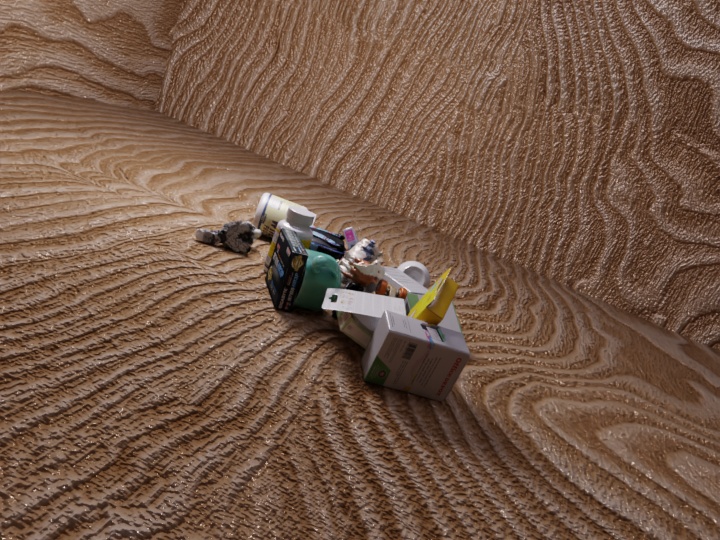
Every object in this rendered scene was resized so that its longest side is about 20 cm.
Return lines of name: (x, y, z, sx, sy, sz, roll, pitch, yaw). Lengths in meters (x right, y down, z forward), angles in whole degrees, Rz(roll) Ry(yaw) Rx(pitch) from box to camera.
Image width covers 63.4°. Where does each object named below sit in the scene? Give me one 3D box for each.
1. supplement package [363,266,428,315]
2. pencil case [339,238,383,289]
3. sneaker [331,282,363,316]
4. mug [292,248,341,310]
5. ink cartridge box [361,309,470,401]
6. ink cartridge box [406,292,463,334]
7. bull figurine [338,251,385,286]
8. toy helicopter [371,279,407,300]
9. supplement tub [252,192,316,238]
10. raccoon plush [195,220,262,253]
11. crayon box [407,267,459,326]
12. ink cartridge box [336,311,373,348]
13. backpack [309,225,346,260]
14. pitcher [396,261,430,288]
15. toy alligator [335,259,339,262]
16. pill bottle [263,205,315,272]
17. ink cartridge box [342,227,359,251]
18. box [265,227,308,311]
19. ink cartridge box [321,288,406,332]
supplement package: (0.114, 0.076, 1.766, 0.109, 0.115, 0.200, 9, 19, -38)
pencil case: (-0.024, -0.010, 1.762, 0.089, 0.200, 0.078, 21, -34, 41)
sneaker: (-0.018, 0.075, 1.638, 0.075, 0.092, 0.200, 21, 14, 6)
mug: (-0.112, 0.032, 1.520, 0.113, 0.154, 0.185, 14, 5, -22)
ink cartridge box: (0.121, 0.192, 1.298, 0.198, 0.146, 0.084, 17, 27, -15)
ink cartridge box: (0.200, 0.145, 1.637, 0.198, 0.048, 0.147, 10, 56, -37)
bull figurine: (0.000, 0.000, 1.623, 0.121, 0.065, 0.200, 33, -15, -2)
toy helicopter: (0.053, 0.097, 1.637, 0.078, 0.134, 0.200, 21, -4, -13)
supplement tub: (-0.267, -0.173, 2.041, 0.198, 0.146, 0.145, 20, 15, -7)
raccoon plush: (-0.404, -0.124, 1.804, 0.198, 0.098, 0.134, 17, 8, -17)
crayon box: (0.163, 0.096, 1.382, 0.051, 0.200, 0.127, 35, 48, 0)
ink cartridge box: (0.030, 0.160, 1.475, 0.200, 0.048, 0.146, 40, 10, -19)
backpack: (-0.155, -0.066, 1.847, 0.198, 0.136, 0.183, 19, 15, -9)
pitcher: (0.188, 0.050, 1.941, 0.171, 0.122, 0.200, 38, -5, 4)
toy alligator: (-0.109, 0.018, 1.664, 0.054, 0.199, 0.059, 51, 51, -16)
pill bottle: (-0.203, -0.080, 1.702, 0.110, 0.202, 0.111, 20, 16, -6)
ink cartridge box: (-0.007, -0.036, 1.907, 0.042, 0.202, 0.119, -20, -5, 4)
box: (-0.197, -0.006, 1.535, 0.046, 0.160, 0.200, 13, 18, -21)
ink cartridge box: (0.010, 0.099, 1.391, 0.197, 0.051, 0.162, 7, 16, 0)
